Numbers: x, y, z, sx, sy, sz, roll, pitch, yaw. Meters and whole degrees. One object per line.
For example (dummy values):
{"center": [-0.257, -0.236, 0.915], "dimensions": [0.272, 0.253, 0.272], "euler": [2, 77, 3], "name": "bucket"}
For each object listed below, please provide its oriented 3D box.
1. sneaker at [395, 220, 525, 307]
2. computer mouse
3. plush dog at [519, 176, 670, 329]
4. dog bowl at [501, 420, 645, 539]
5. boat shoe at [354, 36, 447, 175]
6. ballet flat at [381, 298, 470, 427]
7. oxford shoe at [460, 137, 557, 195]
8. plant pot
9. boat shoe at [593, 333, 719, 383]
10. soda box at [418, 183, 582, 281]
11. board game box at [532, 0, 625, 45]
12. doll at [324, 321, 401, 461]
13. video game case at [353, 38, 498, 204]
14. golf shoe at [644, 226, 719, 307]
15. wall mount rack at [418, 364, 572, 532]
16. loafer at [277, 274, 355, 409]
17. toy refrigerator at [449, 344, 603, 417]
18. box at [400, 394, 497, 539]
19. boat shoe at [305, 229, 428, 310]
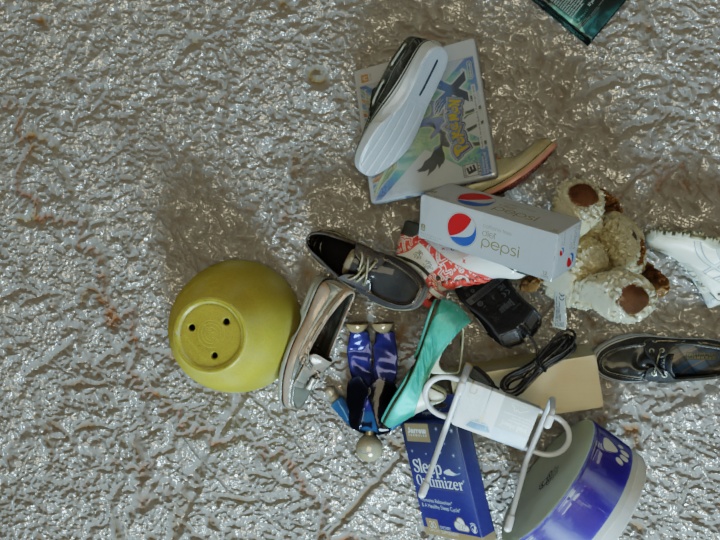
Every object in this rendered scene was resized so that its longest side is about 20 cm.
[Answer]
{"center": [0.131, 0.008, 1.002], "dimensions": [0.201, 0.067, 0.108], "euler": [21, 96, 33], "name": "sneaker"}
{"center": [0.186, 0.087, 1.002], "dimensions": [0.140, 0.046, 0.200], "euler": [-42, 57, -6], "name": "computer mouse"}
{"center": [0.319, -0.019, 0.972], "dimensions": [0.171, 0.160, 0.201], "euler": [-16, 76, -33], "name": "plush dog"}
{"center": [0.274, 0.298, 0.943], "dimensions": [0.079, 0.200, 0.200], "euler": [38, 94, 6], "name": "dog bowl"}
{"center": [0.046, -0.226, 0.996], "dimensions": [0.071, 0.072, 0.201], "euler": [39, 99, 42], "name": "boat shoe"}
{"center": [0.095, 0.138, 0.982], "dimensions": [0.070, 0.067, 0.201], "euler": [25, 100, 13], "name": "ballet flat"}
{"center": [0.181, -0.139, 1.020], "dimensions": [0.199, 0.071, 0.074], "euler": [-32, 83, 5], "name": "oxford shoe"}
{"center": [-0.192, 0.086, 1.025], "dimensions": [0.199, 0.142, 0.201], "euler": [0, 92, 6], "name": "plant pot"}
{"center": [0.425, 0.126, 0.999], "dimensions": [0.199, 0.066, 0.070], "euler": [2, 91, 6], "name": "boat shoe"}
{"center": [0.172, -0.053, 0.919], "dimensions": [0.199, 0.068, 0.064], "euler": [21, 122, 36], "name": "soda box"}
{"center": [0.337, -0.440, 1.017], "dimensions": [0.135, 0.028, 0.200], "euler": [41, 95, 4], "name": "board game box"}
{"center": [0.011, 0.176, 1.052], "dimensions": [0.136, 0.048, 0.201], "euler": [-1, 90, 16], "name": "doll"}
{"center": [0.089, -0.208, 1.018], "dimensions": [0.181, 0.022, 0.201], "euler": [-11, 81, 19], "name": "video game case"}
{"center": [0.480, 0.001, 0.990], "dimensions": [0.199, 0.078, 0.098], "euler": [19, 99, 6], "name": "golf shoe"}
{"center": [0.161, 0.221, 0.919], "dimensions": [0.199, 0.075, 0.175], "euler": [19, 108, 10], "name": "wall mount rack"}
{"center": [-0.063, 0.109, 1.042], "dimensions": [0.063, 0.072, 0.201], "euler": [16, 90, 28], "name": "loafer"}
{"center": [0.230, 0.163, 1.021], "dimensions": [0.199, 0.070, 0.076], "euler": [-11, 96, 7], "name": "toy refrigerator"}
{"center": [0.117, 0.276, 1.015], "dimensions": [0.032, 0.121, 0.201], "euler": [-11, 88, -37], "name": "box"}
{"center": [0.000, 0.000, 1.005], "dimensions": [0.199, 0.073, 0.075], "euler": [25, 98, 30], "name": "boat shoe"}
